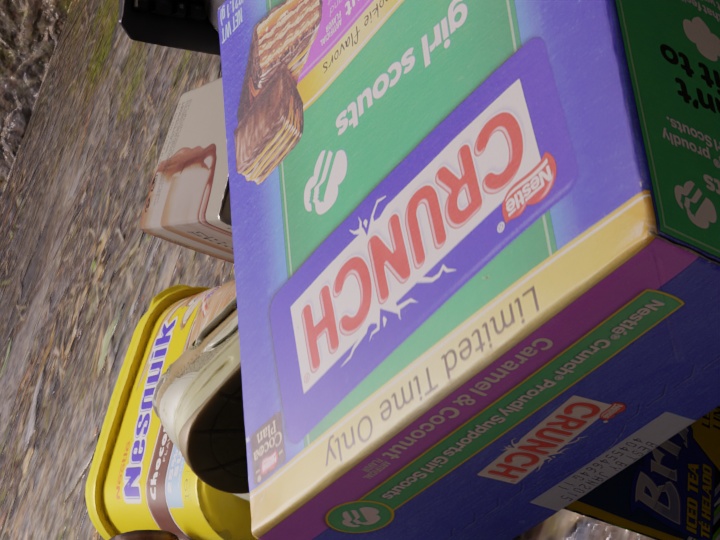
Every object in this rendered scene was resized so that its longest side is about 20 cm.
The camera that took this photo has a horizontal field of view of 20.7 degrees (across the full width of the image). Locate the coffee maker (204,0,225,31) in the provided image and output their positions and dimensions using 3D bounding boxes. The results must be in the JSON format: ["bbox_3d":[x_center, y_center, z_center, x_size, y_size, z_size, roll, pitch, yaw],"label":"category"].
[{"bbox_3d":[0.001,-0.181,0.869,0.192,0.134,0.200,63,160,17],"label":"coffee maker"}]

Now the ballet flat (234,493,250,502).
[{"bbox_3d":[0.003,0.083,0.803,0.200,0.062,0.068,13,64,53],"label":"ballet flat"}]

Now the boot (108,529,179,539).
[{"bbox_3d":[-0.096,0.249,0.933,0.187,0.064,0.200,89,171,-58],"label":"boot"}]

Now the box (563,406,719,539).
[{"bbox_3d":[0.068,0.027,0.665,0.070,0.064,0.200,-67,16,5],"label":"box"}]

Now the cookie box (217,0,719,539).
[{"bbox_3d":[0.036,-0.037,0.570,0.171,0.075,0.200,-40,44,39],"label":"cookie box"}]

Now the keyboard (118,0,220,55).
[{"bbox_3d":[-0.033,-0.165,0.984,0.021,0.200,0.127,-1,87,49],"label":"keyboard"}]

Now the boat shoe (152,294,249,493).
[{"bbox_3d":[0.001,0.002,0.787,0.201,0.073,0.063,-45,34,-1],"label":"boat shoe"}]

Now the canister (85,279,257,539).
[{"bbox_3d":[-0.063,0.074,0.990,0.200,0.086,0.149,-19,53,67],"label":"canister"}]

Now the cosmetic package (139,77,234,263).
[{"bbox_3d":[-0.041,-0.048,1.040,0.200,0.103,0.087,176,112,-74],"label":"cosmetic package"}]
